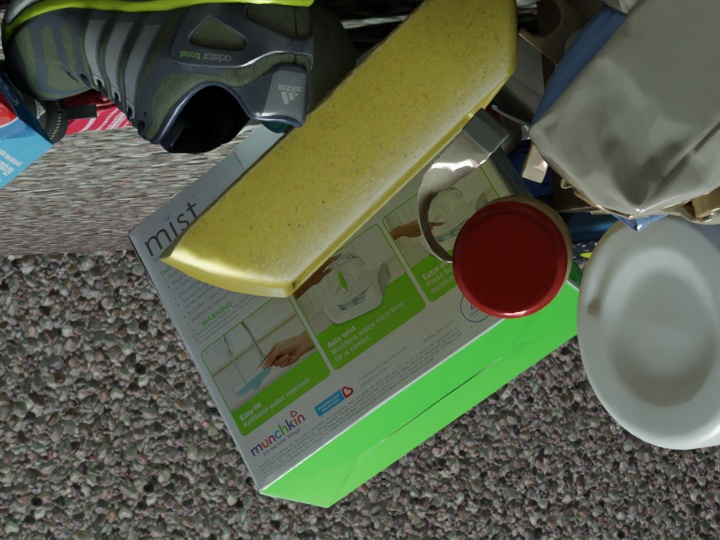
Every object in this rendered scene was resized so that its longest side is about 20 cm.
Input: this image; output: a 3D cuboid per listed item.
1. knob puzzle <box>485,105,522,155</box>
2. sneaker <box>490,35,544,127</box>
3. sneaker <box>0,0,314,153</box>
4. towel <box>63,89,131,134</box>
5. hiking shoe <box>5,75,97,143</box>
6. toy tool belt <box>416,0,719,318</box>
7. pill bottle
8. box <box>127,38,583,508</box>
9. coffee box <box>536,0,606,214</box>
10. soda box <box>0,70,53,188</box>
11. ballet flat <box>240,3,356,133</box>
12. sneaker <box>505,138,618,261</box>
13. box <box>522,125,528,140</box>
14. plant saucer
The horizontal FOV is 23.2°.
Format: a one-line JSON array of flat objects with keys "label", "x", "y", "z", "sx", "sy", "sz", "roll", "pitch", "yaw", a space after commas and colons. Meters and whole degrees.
[{"label": "knob puzzle", "x": 0.015, "y": -0.071, "z": 1.097, "sx": 0.218, "sy": 0.031, "sz": 0.220, "roll": -28, "pitch": -157, "yaw": 13}, {"label": "sneaker", "x": 0.131, "y": -0.109, "z": 1.007, "sx": 0.199, "sy": 0.081, "sz": 0.070, "roll": 21, "pitch": -174, "yaw": -36}, {"label": "sneaker", "x": -0.092, "y": -0.089, "z": 0.757, "sx": 0.073, "sy": 0.082, "sz": 0.199, "roll": -2, "pitch": 178, "yaw": -40}, {"label": "towel", "x": -0.100, "y": -0.107, "z": 1.146, "sx": 0.198, "sy": 0.023, "sz": 0.144, "roll": -4, "pitch": 179, "yaw": -24}, {"label": "hiking shoe", "x": -0.251, "y": -0.071, "z": 1.044, "sx": 0.199, "sy": 0.077, "sz": 0.100, "roll": -7, "pitch": 174, "yaw": 37}, {"label": "toy tool belt", "x": 0.117, "y": -0.068, "z": 0.726, "sx": 0.200, "sy": 0.125, "sz": 0.123, "roll": -50, "pitch": 178, "yaw": 12}, {"label": "pill bottle", "x": 0.209, "y": 0.020, "z": 0.845, "sx": 0.199, "sy": 0.112, "sz": 0.111, "roll": -4, "pitch": 178, "yaw": -40}, {"label": "box", "x": 0.000, "y": 0.000, "z": 0.967, "sx": 0.199, "sy": 0.177, "sz": 0.097, "roll": -37, "pitch": 156, "yaw": 11}, {"label": "coffee box", "x": 0.183, "y": -0.091, "z": 0.843, "sx": 0.079, "sy": 0.116, "sz": 0.199, "roll": -3, "pitch": 177, "yaw": -37}, {"label": "soda box", "x": -0.192, "y": -0.073, "z": 0.730, "sx": 0.068, "sy": 0.064, "sz": 0.200, "roll": -38, "pitch": 174, "yaw": -2}, {"label": "ballet flat", "x": -0.039, "y": -0.105, "z": 0.878, "sx": 0.069, "sy": 0.070, "sz": 0.200, "roll": -4, "pitch": -178, "yaw": -16}, {"label": "sneaker", "x": 0.114, "y": -0.044, "z": 1.028, "sx": 0.066, "sy": 0.079, "sz": 0.199, "roll": 13, "pitch": 170, "yaw": -42}, {"label": "box", "x": -0.004, "y": -0.053, "z": 1.190, "sx": 0.199, "sy": 0.048, "sz": 0.159, "roll": -3, "pitch": -141, "yaw": 51}, {"label": "plant saucer", "x": 0.000, "y": -0.054, "z": 0.821, "sx": 0.200, "sy": 0.048, "sz": 0.200, "roll": -44, "pitch": 180, "yaw": -3}]
